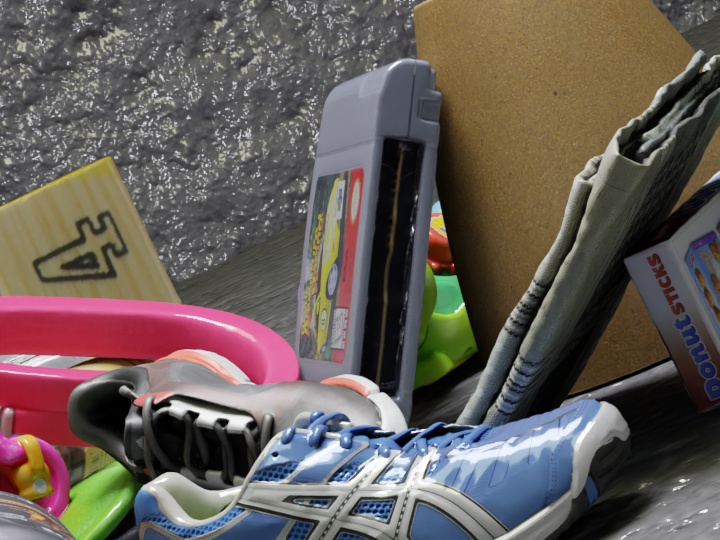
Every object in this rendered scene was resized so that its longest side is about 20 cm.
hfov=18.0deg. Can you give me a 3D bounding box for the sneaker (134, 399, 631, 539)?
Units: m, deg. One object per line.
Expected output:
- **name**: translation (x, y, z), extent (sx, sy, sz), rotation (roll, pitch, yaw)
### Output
- **sneaker**: translation (0.004, 0.087, 0.846), extent (0.200, 0.077, 0.076), rotation (-23, 4, 13)

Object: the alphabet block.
- **alphabet block**: translation (-0.358, 0.002, 2.683), extent (0.196, 0.200, 0.195), rotation (-28, 5, -24)

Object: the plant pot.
- **plant pot**: translation (0.108, -0.061, 1.139), extent (0.186, 0.200, 0.186), rotation (-26, 6, 3)

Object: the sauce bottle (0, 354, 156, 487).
- **sauce bottle**: translation (-0.129, 0.075, 1.220), extent (0.065, 0.065, 0.200), rotation (-22, 0, 29)

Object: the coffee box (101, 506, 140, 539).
- **coffee box**: translation (-0.124, 0.137, 1.124), extent (0.123, 0.044, 0.200), rotation (-29, 6, -36)

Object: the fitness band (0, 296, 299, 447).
- **fitness band**: translation (-0.129, 0.049, 1.140), extent (0.200, 0.038, 0.144), rotation (4, 14, -13)

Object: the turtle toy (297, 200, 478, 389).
- **turtle toy**: translation (0.023, 0.017, 1.298), extent (0.146, 0.101, 0.200), rotation (-25, 5, 10)

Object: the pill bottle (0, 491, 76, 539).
- **pill bottle**: translation (-0.138, 0.140, 0.830), extent (0.106, 0.106, 0.200), rotation (-27, 6, -11)

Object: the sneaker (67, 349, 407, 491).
- **sneaker**: translation (-0.059, 0.080, 0.976), extent (0.082, 0.077, 0.200), rotation (-1, 4, -38)

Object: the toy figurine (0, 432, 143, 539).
- **toy figurine**: translation (-0.216, 0.089, 0.992), extent (0.150, 0.184, 0.200), rotation (-17, 27, 53)

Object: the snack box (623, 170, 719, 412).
- **snack box**: translation (0.170, -0.006, 0.993), extent (0.024, 0.072, 0.200), rotation (-23, 6, 29)

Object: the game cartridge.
- **game cartridge**: translation (0.000, 0.000, 1.133), extent (0.041, 0.201, 0.133), rotation (6, -3, -10)

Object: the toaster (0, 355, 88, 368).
- **toaster**: translation (-0.229, 0.112, 1.423), extent (0.200, 0.114, 0.129), rotation (-26, 7, -23)

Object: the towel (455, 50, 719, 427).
- **towel**: translation (0.087, 0.005, 0.946), extent (0.200, 0.035, 0.193), rotation (-63, -12, 25)
